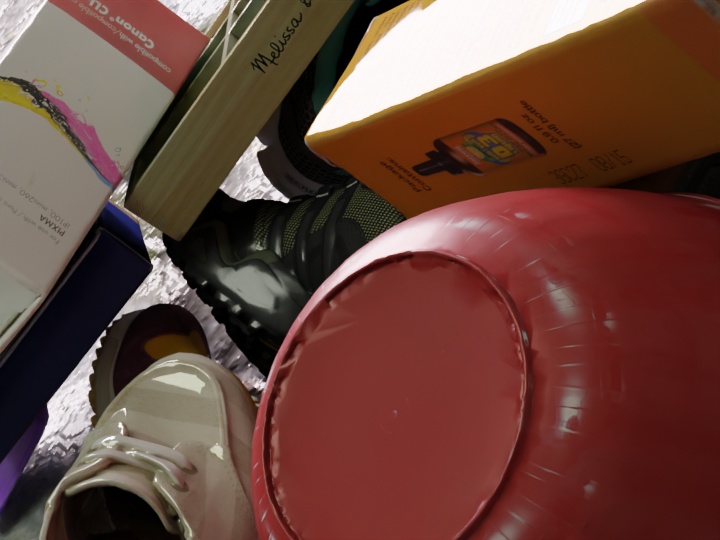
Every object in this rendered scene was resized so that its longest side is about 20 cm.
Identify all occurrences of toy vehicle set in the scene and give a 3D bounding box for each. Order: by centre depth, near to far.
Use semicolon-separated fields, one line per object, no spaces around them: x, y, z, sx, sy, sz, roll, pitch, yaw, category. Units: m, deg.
-0.023;-0.114;0.954;0.200;0.027;0.124;-53;12;15;toy vehicle set

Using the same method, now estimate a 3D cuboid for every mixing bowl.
0.042;0.055;0.711;0.200;0.108;0.200;-17;63;35;mixing bowl

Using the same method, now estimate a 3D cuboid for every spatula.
-0.202;0.128;1.097;0.200;0.021;0.057;-45;24;11;spatula

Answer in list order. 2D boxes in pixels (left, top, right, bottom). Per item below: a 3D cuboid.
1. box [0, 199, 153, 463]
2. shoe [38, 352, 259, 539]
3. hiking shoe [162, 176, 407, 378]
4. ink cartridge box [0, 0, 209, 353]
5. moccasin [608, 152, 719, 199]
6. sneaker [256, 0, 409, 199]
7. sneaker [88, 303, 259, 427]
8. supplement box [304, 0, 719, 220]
-0.135;0.030;1.004;0.121;0.032;0.200;-52;9;1;box
-0.072;0.101;0.799;0.070;0.053;0.200;0;49;11;shoe
0.000;0.000;0.937;0.101;0.076;0.200;-43;36;-11;hiking shoe
-0.147;-0.020;0.942;0.116;0.067;0.200;-44;14;45;ink cartridge box
0.112;-0.034;0.818;0.201;0.074;0.078;-58;38;6;moccasin
0.029;-0.116;0.985;0.200;0.078;0.091;-64;4;-9;sneaker
-0.053;0.076;0.923;0.090;0.075;0.200;-17;34;10;sneaker
0.069;-0.067;0.771;0.200;0.067;0.069;-19;40;52;supplement box
